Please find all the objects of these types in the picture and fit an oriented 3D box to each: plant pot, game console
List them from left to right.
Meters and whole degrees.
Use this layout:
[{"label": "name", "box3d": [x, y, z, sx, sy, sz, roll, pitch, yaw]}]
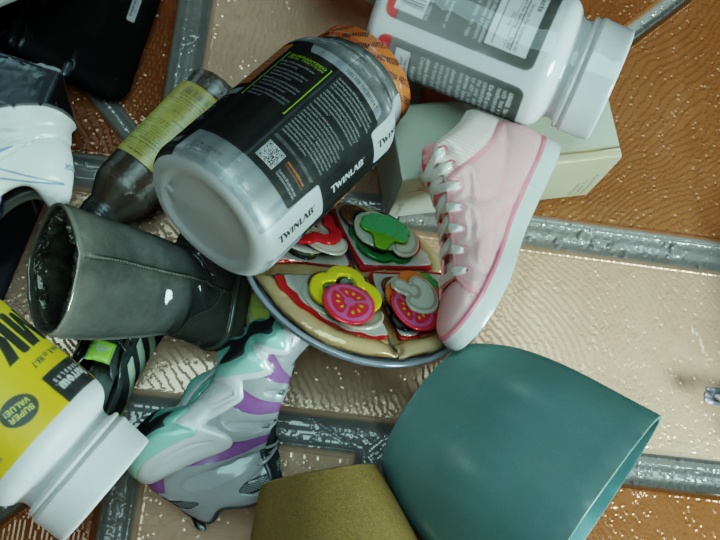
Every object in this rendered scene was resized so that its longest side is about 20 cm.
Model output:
[{"label": "game console", "box3d": [-0.289, -0.269, 1.018, 0.176, 0.116, 0.201, 25, 71, -32]}, {"label": "plant pot", "box3d": [-0.017, 0.254, 0.819, 0.186, 0.186, 0.201, -9, 76, -10]}, {"label": "plant pot", "box3d": [0.115, 0.153, 0.866, 0.161, 0.201, 0.201, 35, 73, 19]}]

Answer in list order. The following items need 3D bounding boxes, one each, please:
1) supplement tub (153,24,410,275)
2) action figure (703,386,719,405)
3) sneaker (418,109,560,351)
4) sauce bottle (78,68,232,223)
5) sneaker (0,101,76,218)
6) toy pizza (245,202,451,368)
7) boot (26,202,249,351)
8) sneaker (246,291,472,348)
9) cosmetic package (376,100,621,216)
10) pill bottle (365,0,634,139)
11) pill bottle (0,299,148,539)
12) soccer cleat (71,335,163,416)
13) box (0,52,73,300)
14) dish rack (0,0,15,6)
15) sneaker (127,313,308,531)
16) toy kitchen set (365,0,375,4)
[{"label": "supplement tub", "box3d": [-0.056, -0.101, 0.856, 0.122, 0.123, 0.200, 42, 62, 5]}, {"label": "action figure", "box3d": [0.409, 0.102, 0.982, 0.149, 0.134, 0.201, 22, 83, -45]}, {"label": "sneaker", "box3d": [0.079, -0.041, 0.873, 0.104, 0.075, 0.201, 28, 71, -8]}, {"label": "sauce bottle", "box3d": [-0.188, -0.091, 0.957, 0.065, 0.065, 0.200, 41, 73, 5]}, {"label": "sneaker", "box3d": [-0.312, -0.073, 0.814, 0.199, 0.075, 0.087, -8, 81, -9]}, {"label": "toy pizza", "box3d": [0.000, 0.000, 0.897, 0.200, 0.032, 0.200, 16, 37, -12]}, {"label": "boot", "box3d": [-0.172, -0.022, 0.877, 0.200, 0.072, 0.182, 17, 65, -48]}, {"label": "sneaker", "box3d": [0.003, 0.017, 0.946, 0.199, 0.076, 0.105, 4, 73, -5]}, {"label": "cosmetic package", "box3d": [0.120, -0.106, 0.981, 0.199, 0.104, 0.073, -8, 75, -9]}, {"label": "pill bottle", "box3d": [0.113, -0.189, 0.897, 0.200, 0.114, 0.114, 23, 73, 6]}, {"label": "pill bottle", "box3d": [-0.261, 0.096, 0.789, 0.200, 0.114, 0.114, 40, 73, -4]}, {"label": "soccer cleat", "box3d": [-0.204, 0.059, 0.904, 0.067, 0.081, 0.200, 18, 73, -2]}, {"label": "box", "box3d": [-0.370, -0.090, 0.905, 0.196, 0.117, 0.200, 18, 72, -3]}, {"label": "dish rack", "box3d": [-0.338, -0.265, 0.919, 0.171, 0.044, 0.200, -34, 52, -28]}, {"label": "sneaker", "box3d": [-0.080, 0.132, 0.894, 0.200, 0.078, 0.140, -41, 104, 7]}, {"label": "toy kitchen set", "box3d": [0.020, -0.331, 1.045, 0.180, 0.163, 0.201, 20, 61, -35]}]
